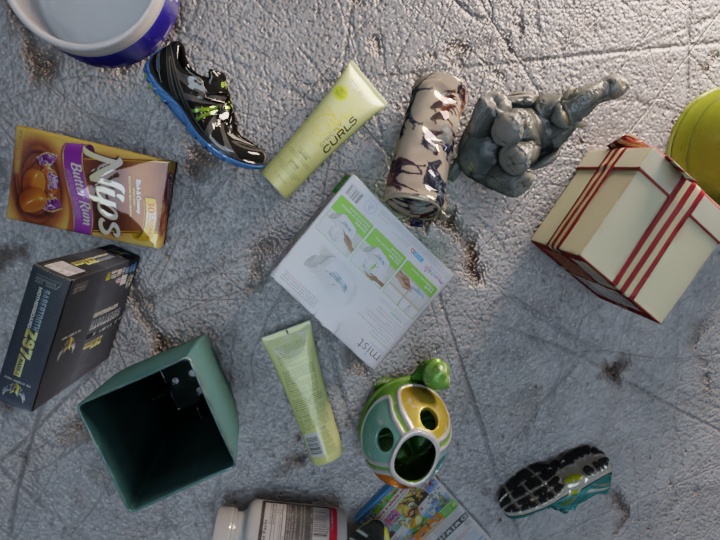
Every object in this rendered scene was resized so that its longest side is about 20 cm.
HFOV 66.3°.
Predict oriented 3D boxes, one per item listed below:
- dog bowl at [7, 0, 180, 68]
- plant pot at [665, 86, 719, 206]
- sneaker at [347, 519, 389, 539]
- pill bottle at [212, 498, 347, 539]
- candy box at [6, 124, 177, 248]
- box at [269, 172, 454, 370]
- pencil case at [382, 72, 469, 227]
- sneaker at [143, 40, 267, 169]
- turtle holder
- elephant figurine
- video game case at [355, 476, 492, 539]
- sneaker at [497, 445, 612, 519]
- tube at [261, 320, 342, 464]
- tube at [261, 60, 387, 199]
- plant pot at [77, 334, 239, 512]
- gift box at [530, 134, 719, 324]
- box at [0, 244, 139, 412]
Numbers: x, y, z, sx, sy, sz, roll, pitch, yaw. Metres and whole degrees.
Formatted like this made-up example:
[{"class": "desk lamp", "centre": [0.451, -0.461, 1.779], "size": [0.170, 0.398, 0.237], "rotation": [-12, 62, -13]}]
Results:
[{"class": "dog bowl", "centre": [-0.324, -0.361, 0.672], "size": [0.192, 0.079, 0.209], "rotation": [0, 93, -2]}, {"class": "plant pot", "centre": [0.573, -0.161, 0.762], "size": [0.192, 0.193, 0.209], "rotation": [-1, 101, -6]}, {"class": "sneaker", "centre": [0.018, 0.474, 0.869], "size": [0.077, 0.089, 0.207], "rotation": [21, 110, 33]}, {"class": "pill bottle", "centre": [-0.122, 0.406, 0.823], "size": [0.192, 0.111, 0.115], "rotation": [9, 99, -7]}, {"class": "candy box", "centre": [-0.354, -0.110, 0.736], "size": [0.193, 0.056, 0.121], "rotation": [11, 98, -10]}, {"class": "box", "centre": [0.000, 0.000, 0.774], "size": [0.199, 0.097, 0.178], "rotation": [41, 94, -11]}, {"class": "pencil case", "centre": [0.091, -0.164, 0.729], "size": [0.087, 0.078, 0.207], "rotation": [20, 72, -14]}, {"class": "sneaker", "centre": [-0.196, -0.215, 0.728], "size": [0.082, 0.071, 0.200], "rotation": [-42, 99, 9]}, {"class": "turtle holder", "centre": [0.081, 0.229, 0.805], "size": [0.184, 0.132, 0.142], "rotation": [-39, 101, 2]}, {"class": "elephant figurine", "centre": [0.238, -0.193, 0.759], "size": [0.197, 0.154, 0.145], "rotation": [-31, 140, -26]}, {"class": "video game case", "centre": [0.104, 0.421, 0.899], "size": [0.143, 0.018, 0.201], "rotation": [-42, 102, 2]}, {"class": "sneaker", "centre": [0.318, 0.360, 0.886], "size": [0.193, 0.078, 0.082], "rotation": [-18, 110, -3]}, {"class": "tube", "centre": [-0.078, 0.182, 0.817], "size": [0.057, 0.051, 0.207], "rotation": [-26, 101, -44]}, {"class": "tube", "centre": [-0.055, -0.189, 0.762], "size": [0.200, 0.052, 0.058], "rotation": [-47, 145, -2]}, {"class": "plant pot", "centre": [-0.239, 0.170, 0.723], "size": [0.137, 0.200, 0.146], "rotation": [-22, 102, -1]}, {"class": "gift box", "centre": [0.384, -0.058, 0.760], "size": [0.182, 0.200, 0.190], "rotation": [34, 94, -16]}, {"class": "box", "centre": [-0.356, 0.060, 0.691], "size": [0.050, 0.200, 0.162], "rotation": [21, 97, -3]}]
